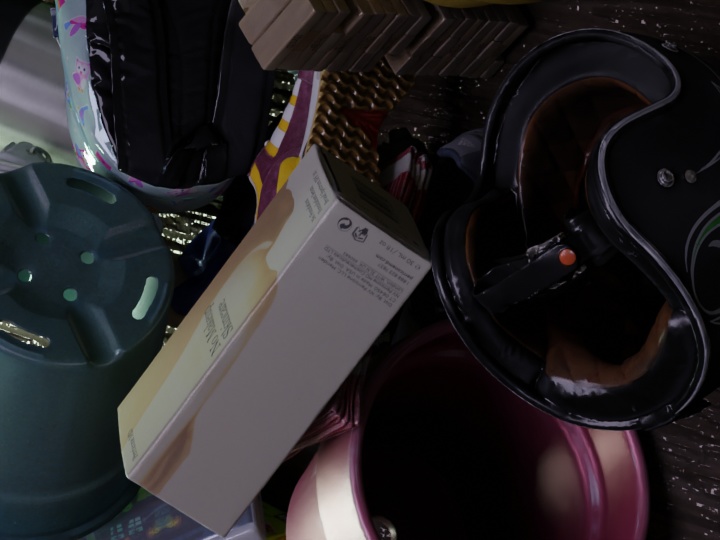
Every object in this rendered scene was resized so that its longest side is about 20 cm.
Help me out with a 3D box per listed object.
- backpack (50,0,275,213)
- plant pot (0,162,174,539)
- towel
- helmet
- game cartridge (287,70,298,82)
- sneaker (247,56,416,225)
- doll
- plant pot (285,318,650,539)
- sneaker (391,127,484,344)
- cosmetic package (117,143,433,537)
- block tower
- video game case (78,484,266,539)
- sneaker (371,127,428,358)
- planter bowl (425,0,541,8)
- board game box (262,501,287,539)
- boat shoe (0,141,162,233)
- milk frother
[{"bbox_3d":[-0.121,-0.139,1.681,0.127,0.166,0.201,142,125,-74],"label":"backpack"},{"bbox_3d":[-0.209,0.045,1.669,0.201,0.199,0.196,60,151,22],"label":"plant pot"},{"bbox_3d":[-0.024,0.031,1.558,0.144,0.023,0.201,-31,33,48],"label":"towel"},{"bbox_3d":[0.148,-0.028,1.445,0.199,0.191,0.201,15,132,17],"label":"helmet"},{"bbox_3d":[-0.002,-0.220,1.684,0.133,0.041,0.201,-4,92,49],"label":"game cartridge"},{"bbox_3d":[-0.027,-0.086,1.595,0.090,0.075,0.201,-30,33,44],"label":"sneaker"},{"bbox_3d":[-0.071,-0.043,1.727,0.200,0.048,0.137,-50,21,32],"label":"doll"},{"bbox_3d":[0.047,0.144,1.581,0.179,0.199,0.201,-34,70,59],"label":"plant pot"},{"bbox_3d":[0.050,-0.006,1.623,0.074,0.081,0.201,35,119,37],"label":"sneaker"},{"bbox_3d":[-0.051,0.038,1.475,0.200,0.071,0.105,-53,19,10],"label":"cosmetic package"},{"bbox_3d":[0.016,-0.153,1.557,0.058,0.199,0.054,-44,63,33],"label":"block tower"},{"bbox_3d":[-0.165,0.148,1.770,0.199,0.023,0.182,-22,42,9],"label":"video game case"},{"bbox_3d":[0.000,0.000,1.683,0.098,0.071,0.201,54,131,27],"label":"sneaker"},{"bbox_3d":[0.055,-0.215,1.523,0.201,0.199,0.084,62,144,21],"label":"planter bowl"},{"bbox_3d":[-0.139,0.175,1.821,0.199,0.101,0.048,22,113,42],"label":"board game box"},{"bbox_3d":[-0.228,-0.056,1.739,0.074,0.199,0.067,123,151,-61],"label":"boat shoe"},{"bbox_3d":[-0.207,-0.162,1.840,0.187,0.181,0.201,23,81,5],"label":"milk frother"}]
